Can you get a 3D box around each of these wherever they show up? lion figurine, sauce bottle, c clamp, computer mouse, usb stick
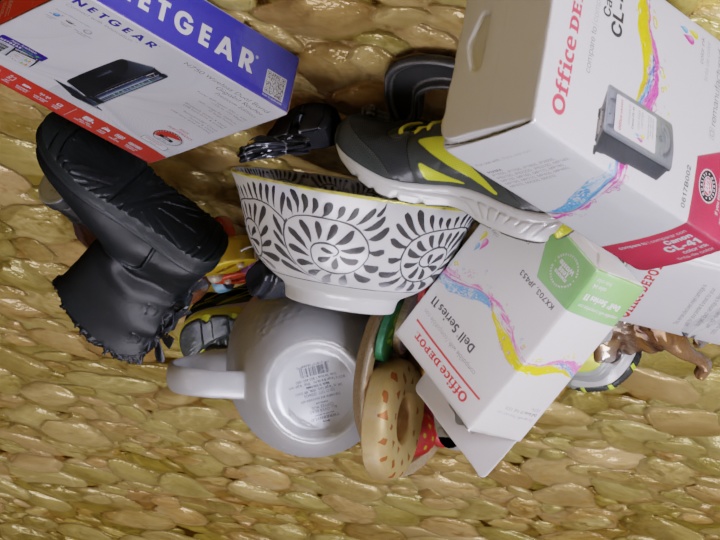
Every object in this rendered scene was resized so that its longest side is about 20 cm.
[{"bbox_3d":[0.285,0.032,1.760,0.122,0.073,0.199,35,135,-28],"label":"lion figurine"},{"bbox_3d":[-0.207,-0.034,1.840,0.066,0.067,0.200,-3,152,32],"label":"sauce bottle"},{"bbox_3d":[0.092,-0.111,1.559,0.198,0.027,0.171,10,153,10],"label":"c clamp"},{"bbox_3d":[-0.053,-0.103,1.532,0.058,0.034,0.200,-5,-173,10],"label":"computer mouse"},{"bbox_3d":[0.000,0.000,1.762,0.198,0.033,0.055,-4,164,-28],"label":"usb stick"}]

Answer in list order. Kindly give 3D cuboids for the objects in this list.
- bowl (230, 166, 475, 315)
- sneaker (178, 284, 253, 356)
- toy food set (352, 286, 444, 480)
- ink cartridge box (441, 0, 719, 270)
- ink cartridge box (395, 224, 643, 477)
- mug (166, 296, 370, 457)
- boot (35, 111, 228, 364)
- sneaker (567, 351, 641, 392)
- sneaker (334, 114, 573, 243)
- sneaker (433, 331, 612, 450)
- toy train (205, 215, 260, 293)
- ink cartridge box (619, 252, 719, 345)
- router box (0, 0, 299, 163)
[{"bbox_3d":[-0.010,-0.020,1.624,0.199,0.095,0.201,10,-175,-1],"label":"bowl"},{"bbox_3d":[-0.070,0.038,1.928,0.198,0.085,0.075,-4,117,-5],"label":"sneaker"},{"bbox_3d":[0.055,0.077,1.734,0.048,0.200,0.200,13,-179,29],"label":"toy food set"},{"bbox_3d":[0.158,-0.109,1.361,0.085,0.149,0.199,-12,149,45],"label":"ink cartridge box"},{"bbox_3d":[0.107,0.047,1.589,0.067,0.117,0.201,17,116,-47],"label":"ink cartridge box"},{"bbox_3d":[-0.068,0.088,1.790,0.198,0.149,0.175,-1,-173,-4],"label":"mug"},{"bbox_3d":[-0.213,-0.022,1.740,0.198,0.074,0.163,38,135,-4],"label":"boot"},{"bbox_3d":[0.164,0.067,1.906,0.199,0.076,0.077,-13,124,43],"label":"sneaker"},{"bbox_3d":[0.075,-0.090,1.519,0.198,0.074,0.085,19,119,21],"label":"sneaker"},{"bbox_3d":[0.148,0.062,1.707,0.145,0.202,0.080,18,169,-29],"label":"sneaker"},{"bbox_3d":[-0.074,-0.029,1.805,0.199,0.056,0.150,-17,171,33],"label":"toy train"},{"bbox_3d":[0.296,-0.003,1.626,0.198,0.085,0.146,14,157,-3],"label":"ink cartridge box"},{"bbox_3d":[-0.177,-0.160,1.540,0.199,0.049,0.179,28,153,-34],"label":"router box"}]
